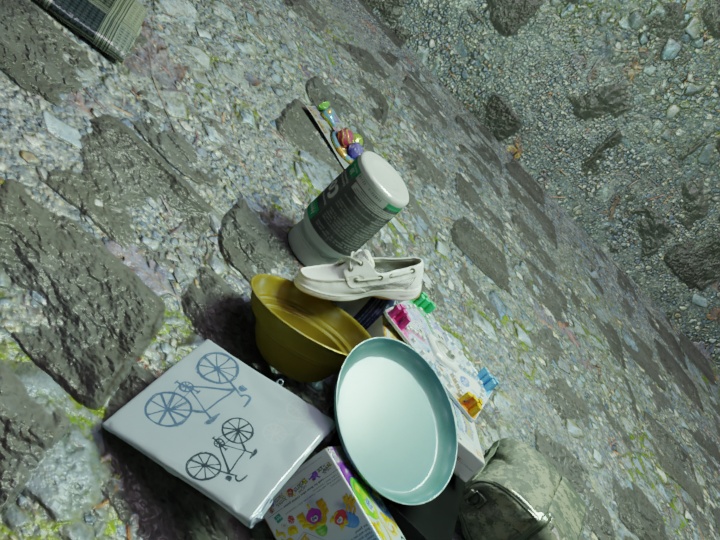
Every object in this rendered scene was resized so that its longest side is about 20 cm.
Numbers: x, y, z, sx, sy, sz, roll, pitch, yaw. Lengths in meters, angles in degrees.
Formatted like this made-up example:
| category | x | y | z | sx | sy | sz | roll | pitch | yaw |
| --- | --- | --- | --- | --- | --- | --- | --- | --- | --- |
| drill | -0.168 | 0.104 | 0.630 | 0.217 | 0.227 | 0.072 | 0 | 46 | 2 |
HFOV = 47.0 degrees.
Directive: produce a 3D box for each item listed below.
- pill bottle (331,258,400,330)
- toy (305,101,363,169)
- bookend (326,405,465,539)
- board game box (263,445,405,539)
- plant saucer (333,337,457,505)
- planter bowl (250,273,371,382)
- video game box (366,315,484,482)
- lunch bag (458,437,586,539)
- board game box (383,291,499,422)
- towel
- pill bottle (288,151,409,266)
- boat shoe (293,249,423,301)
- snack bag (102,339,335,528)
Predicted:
| category | x | y | z | sx | sy | sz | roll | pitch | yaw |
| --- | --- | --- | --- | --- | --- | --- | --- | --- | --- |
| pill bottle | 0.014 | 0.082 | 1.301 | 0.200 | 0.111 | 0.111 | 46 | 25 | -7 |
| toy | -0.031 | -0.291 | 1.825 | 0.201 | 0.047 | 0.115 | 56 | 27 | 15 |
| bookend | 0.029 | 0.276 | 1.080 | 0.199 | 0.092 | 0.200 | 45 | 27 | -6 |
| board game box | -0.013 | 0.310 | 0.920 | 0.201 | 0.104 | 0.103 | 57 | 6 | 16 |
| plant saucer | 0.040 | 0.180 | 0.994 | 0.198 | 0.027 | 0.203 | 23 | 53 | -34 |
| planter bowl | -0.082 | 0.093 | 1.132 | 0.199 | 0.084 | 0.201 | 30 | 13 | -8 |
| video game box | 0.085 | 0.173 | 1.158 | 0.182 | 0.047 | 0.201 | 43 | 16 | -18 |
| lunch bag | 0.235 | 0.355 | 1.249 | 0.169 | 0.139 | 0.199 | 53 | 24 | 8 |
| board game box | 0.130 | 0.122 | 1.263 | 0.201 | 0.026 | 0.200 | 51 | 16 | 7 |
| towel | -0.453 | -0.443 | 1.374 | 0.191 | 0.035 | 0.201 | 34 | 31 | -24 |
| pill bottle | -0.023 | -0.092 | 1.378 | 0.113 | 0.200 | 0.114 | 37 | 27 | -23 |
| boat shoe | 0.000 | 0.000 | 1.212 | 0.197 | 0.070 | 0.071 | 0 | 30 | -22 |
| snack bag | -0.144 | 0.168 | 0.901 | 0.198 | 0.022 | 0.188 | 29 | 34 | 14 |
